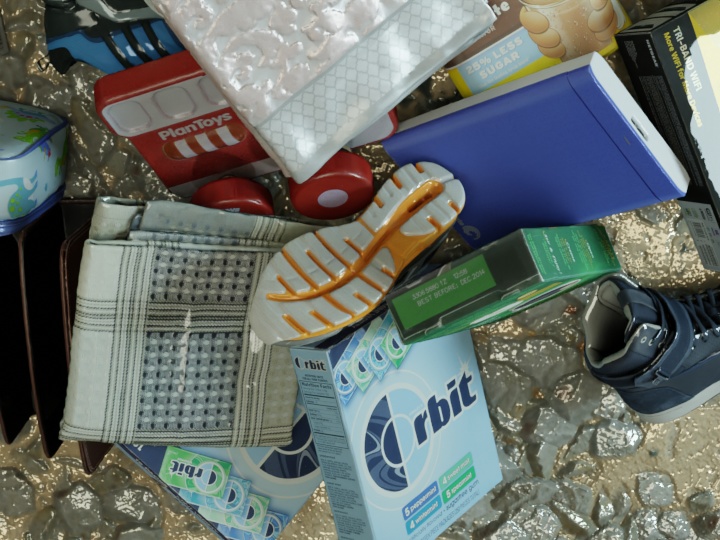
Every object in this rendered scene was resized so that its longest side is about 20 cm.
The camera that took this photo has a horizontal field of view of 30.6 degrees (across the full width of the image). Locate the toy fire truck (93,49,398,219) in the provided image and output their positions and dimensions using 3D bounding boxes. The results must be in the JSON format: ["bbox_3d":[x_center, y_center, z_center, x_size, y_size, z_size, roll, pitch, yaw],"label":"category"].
[{"bbox_3d":[-0.079,-0.115,0.991,0.199,0.113,0.168,-15,150,11],"label":"toy fire truck"}]

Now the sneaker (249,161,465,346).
[{"bbox_3d":[0.000,0.000,0.990,0.078,0.200,0.077,47,153,17],"label":"sneaker"}]

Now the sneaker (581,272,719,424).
[{"bbox_3d":[0.269,0.033,1.038,0.202,0.077,0.146,-39,132,16],"label":"sneaker"}]

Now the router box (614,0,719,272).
[{"bbox_3d":[0.298,-0.120,0.987,0.157,0.052,0.201,-30,107,-15],"label":"router box"}]

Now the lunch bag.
[{"bbox_3d":[-0.344,-0.089,1.046,0.199,0.161,0.083,9,109,2],"label":"lunch bag"}]

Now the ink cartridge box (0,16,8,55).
[{"bbox_3d":[-0.395,-0.211,1.078,0.199,0.037,0.095,-5,108,10],"label":"ink cartridge box"}]

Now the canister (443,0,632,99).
[{"bbox_3d":[0.097,-0.230,0.991,0.148,0.087,0.200,-30,105,18],"label":"canister"}]

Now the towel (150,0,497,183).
[{"bbox_3d":[-0.021,-0.184,0.895,0.200,0.032,0.191,-39,124,-3],"label":"towel"}]

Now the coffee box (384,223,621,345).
[{"bbox_3d":[0.113,0.007,1.002,0.123,0.200,0.044,-27,81,27],"label":"coffee box"}]

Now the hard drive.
[{"bbox_3d":[0.129,-0.084,0.999,0.199,0.025,0.132,-15,129,44],"label":"hard drive"}]

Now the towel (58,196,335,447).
[{"bbox_3d":[-0.124,0.045,1.004,0.192,0.035,0.201,5,108,-19],"label":"towel"}]

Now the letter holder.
[{"bbox_3d":[-0.260,0.055,1.095,0.100,0.142,0.201,0,109,6],"label":"letter holder"}]

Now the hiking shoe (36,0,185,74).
[{"bbox_3d":[-0.159,-0.183,1.049,0.199,0.074,0.087,14,117,12],"label":"hiking shoe"}]

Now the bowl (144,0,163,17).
[{"bbox_3d":[-0.082,-0.273,0.971,0.090,0.201,0.202,6,117,-44],"label":"bowl"}]

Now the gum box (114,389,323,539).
[{"bbox_3d":[-0.089,0.109,1.092,0.170,0.045,0.200,44,71,-10],"label":"gum box"}]

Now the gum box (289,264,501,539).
[{"bbox_3d":[0.034,0.119,1.069,0.044,0.170,0.201,3,114,41],"label":"gum box"}]
